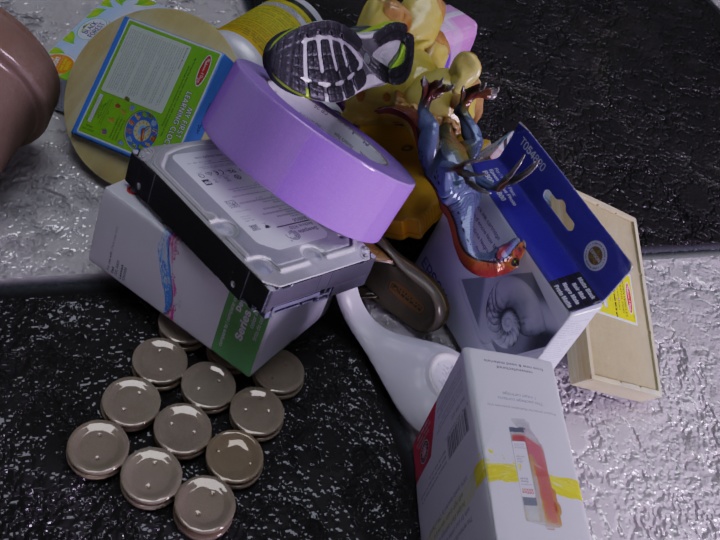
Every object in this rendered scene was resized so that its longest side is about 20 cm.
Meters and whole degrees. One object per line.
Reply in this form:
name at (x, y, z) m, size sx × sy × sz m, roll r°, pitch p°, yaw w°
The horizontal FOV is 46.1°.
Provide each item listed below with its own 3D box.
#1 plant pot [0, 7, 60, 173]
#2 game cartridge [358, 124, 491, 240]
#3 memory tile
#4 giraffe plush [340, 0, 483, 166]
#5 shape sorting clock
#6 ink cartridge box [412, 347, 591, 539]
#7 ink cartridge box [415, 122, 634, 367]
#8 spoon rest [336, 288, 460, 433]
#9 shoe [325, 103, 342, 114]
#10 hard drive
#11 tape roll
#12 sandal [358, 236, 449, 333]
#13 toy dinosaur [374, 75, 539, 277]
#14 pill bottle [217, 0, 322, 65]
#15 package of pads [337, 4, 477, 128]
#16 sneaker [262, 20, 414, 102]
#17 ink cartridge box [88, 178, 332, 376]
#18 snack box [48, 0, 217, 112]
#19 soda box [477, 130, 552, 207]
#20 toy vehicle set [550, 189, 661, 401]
plant pot at (-0.397, -0.133, 0.777) m, size 0.195 × 0.201 × 0.178 m, roll 12°, pitch 63°, yaw -8°
game cartridge at (0.032, -0.105, 0.956) m, size 0.173 × 0.033 × 0.200 m, roll 14°, pitch 41°, yaw 29°
memory tile at (-0.142, 0.120, 0.727) m, size 0.151 × 0.017 × 0.201 m, roll 25°, pitch 43°, yaw 4°
giraffe plush at (0.068, -0.201, 0.935) m, size 0.161 × 0.175 × 0.199 m, roll 31°, pitch 56°, yaw 33°
shape sorting clock at (-0.219, -0.181, 0.902) m, size 0.195 × 0.039 × 0.205 m, roll -1°, pitch 78°, yaw 7°
ink cartridge box at (0.104, 0.188, 0.660) m, size 0.081 × 0.147 × 0.203 m, roll 10°, pitch 45°, yaw -12°
ink cartridge box at (0.143, -0.003, 0.817) m, size 0.040 × 0.202 × 0.202 m, roll -2°, pitch 46°, yaw -33°
spoon rest at (0.044, 0.077, 0.807) m, size 0.099 × 0.061 × 0.201 m, roll -34°, pitch 83°, yaw -40°
shoe at (-0.091, -0.129, 0.952) m, size 0.197 × 0.072 × 0.092 m, roll -19°, pitch 57°, yaw -27°
hard drive at (-0.097, -0.047, 0.750) m, size 0.200 × 0.038 × 0.138 m, roll 44°, pitch 36°, yaw 25°
tape roll at (-0.046, -0.111, 0.783) m, size 0.198 × 0.066 × 0.201 m, roll 34°, pitch 15°, yaw -10°
sandal at (0.000, 0.000, 0.854) m, size 0.199 × 0.081 × 0.054 m, roll 38°, pitch 45°, yaw 11°
toy dinosaur at (0.098, -0.084, 0.800) m, size 0.103 × 0.199 × 0.186 m, roll 4°, pitch 84°, yaw -26°
pill bottle at (-0.129, -0.246, 1.015) m, size 0.111 × 0.114 × 0.200 m, roll 31°, pitch 44°, yaw 12°
package of pads at (0.057, -0.267, 1.099) m, size 0.198 × 0.122 × 0.076 m, roll -27°, pitch 60°, yaw -38°
sneaker at (-0.029, -0.202, 0.820) m, size 0.080 × 0.076 × 0.198 m, roll 7°, pitch 15°, yaw 36°
ink cartridge box at (-0.131, -0.016, 0.797) m, size 0.198 × 0.085 × 0.144 m, roll 34°, pitch 34°, yaw 13°
snack box at (-0.273, -0.247, 1.006) m, size 0.139 × 0.054 × 0.202 m, roll 21°, pitch 45°, yaw 1°
soda box at (0.186, -0.043, 0.911) m, size 0.202 × 0.063 × 0.068 m, roll 54°, pitch 46°, yaw -9°
toy vehicle set at (0.253, 0.026, 0.875) m, size 0.122 × 0.026 × 0.205 m, roll 17°, pitch 62°, yaw -37°
